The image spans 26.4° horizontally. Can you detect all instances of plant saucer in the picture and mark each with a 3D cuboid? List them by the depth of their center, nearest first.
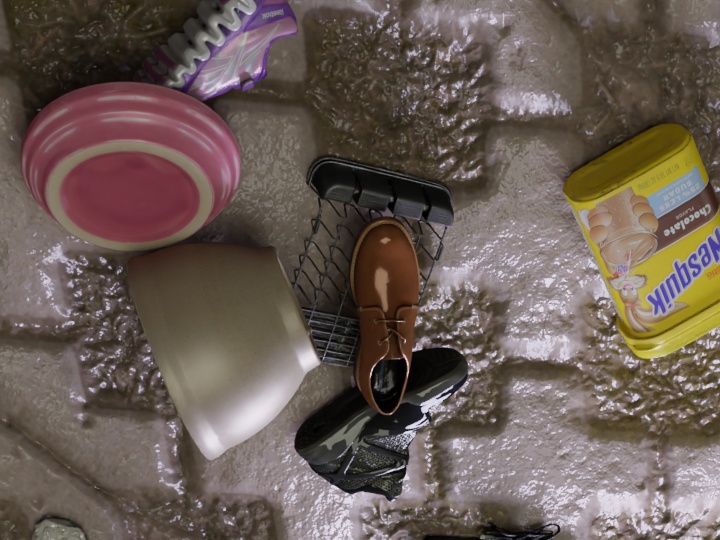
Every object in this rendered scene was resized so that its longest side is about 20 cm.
[{"bbox_3d":[-0.207,-0.083,1.380,0.198,0.051,0.202,-2,142,-2],"label":"plant saucer"}]

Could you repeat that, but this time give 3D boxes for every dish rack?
[{"bbox_3d":[0.000,0.000,1.521,0.152,0.055,0.202,12,112,-18],"label":"dish rack"}]

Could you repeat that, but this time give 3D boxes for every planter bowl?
[{"bbox_3d":[-0.117,0.057,1.428,0.133,0.201,0.202,-22,118,0],"label":"planter bowl"}]

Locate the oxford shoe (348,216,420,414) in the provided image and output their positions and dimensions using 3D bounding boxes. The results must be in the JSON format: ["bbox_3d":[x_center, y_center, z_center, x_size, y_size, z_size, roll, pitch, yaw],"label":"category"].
[{"bbox_3d":[0.029,0.046,1.482,0.070,0.071,0.202,-6,116,-9],"label":"oxford shoe"}]

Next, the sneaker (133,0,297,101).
[{"bbox_3d":[-0.131,-0.187,1.390,0.200,0.081,0.088,-46,124,8],"label":"sneaker"}]

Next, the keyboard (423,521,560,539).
[{"bbox_3d":[0.157,0.334,1.722,0.197,0.040,0.105,5,113,-18],"label":"keyboard"}]

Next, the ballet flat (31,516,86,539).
[{"bbox_3d":[-0.307,0.355,1.596,0.071,0.072,0.202,-4,114,-13],"label":"ballet flat"}]

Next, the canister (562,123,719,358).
[{"bbox_3d":[0.305,-0.031,1.568,0.147,0.087,0.201,-29,116,-1],"label":"canister"}]

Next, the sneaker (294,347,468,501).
[{"bbox_3d":[0.040,0.163,1.595,0.198,0.076,0.115,-35,120,6],"label":"sneaker"}]
